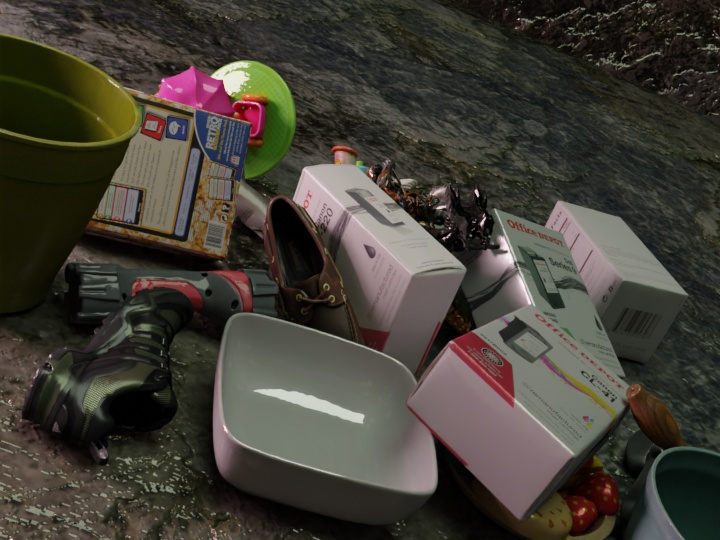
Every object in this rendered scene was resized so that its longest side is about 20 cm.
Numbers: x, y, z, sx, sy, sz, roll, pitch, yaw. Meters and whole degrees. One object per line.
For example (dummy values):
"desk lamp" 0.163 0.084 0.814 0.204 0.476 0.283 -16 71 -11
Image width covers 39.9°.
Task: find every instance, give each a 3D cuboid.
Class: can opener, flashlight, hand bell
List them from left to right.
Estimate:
"flashlight" -0.178 0.030 0.949 0.197 0.069 0.067 1 2 -34
"can opener" 0.302 0.225 1.039 0.065 0.054 0.199 -3 13 26
"hand bell" 0.311 0.184 0.951 0.201 0.103 0.105 49 20 -19

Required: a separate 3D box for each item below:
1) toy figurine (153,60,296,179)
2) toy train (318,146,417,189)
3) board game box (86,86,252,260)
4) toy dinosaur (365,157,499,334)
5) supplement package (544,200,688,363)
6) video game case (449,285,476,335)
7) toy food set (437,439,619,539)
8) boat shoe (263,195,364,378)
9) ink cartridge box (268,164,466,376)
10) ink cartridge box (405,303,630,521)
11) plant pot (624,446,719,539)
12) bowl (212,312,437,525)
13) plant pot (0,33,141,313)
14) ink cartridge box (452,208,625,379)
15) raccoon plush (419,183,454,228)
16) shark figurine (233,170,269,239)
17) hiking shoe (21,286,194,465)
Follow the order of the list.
"toy figurine" -0.202 -0.195 1.205 0.196 0.153 0.184 10 5 19
"toy train" 0.000 -0.118 1.281 0.147 0.057 0.200 0 -6 -11
"board game box" -0.226 -0.106 1.051 0.197 0.154 0.046 14 -6 -23
"toy dinosaur" 0.076 -0.034 1.096 0.202 0.134 0.102 56 27 -11
"supplement package" 0.330 0.013 1.357 0.115 0.119 0.201 11 30 -24
"video game case" 0.162 0.022 1.274 0.198 0.046 0.181 -5 41 -46
"toy food set" 0.164 0.189 0.970 0.197 0.049 0.199 4 33 -36
"boat shoe" -0.052 0.020 0.989 0.069 0.070 0.202 -23 71 -5
"ink cartridge box" 0.000 0.000 1.058 0.084 0.147 0.200 -5 39 -41
"ink cartridge box" 0.154 0.121 0.914 0.147 0.086 0.199 41 27 18
"plant pot" 0.306 0.271 0.847 0.197 0.136 0.201 20 26 -10
"bowl" -0.039 0.136 0.860 0.197 0.075 0.201 17 28 -15
"plant pot" -0.313 -0.076 0.869 0.197 0.195 0.201 19 27 -10
"ink cartridge box" 0.197 0.044 1.125 0.145 0.084 0.203 15 47 -44
"raccoon plush" 0.035 -0.073 1.206 0.133 0.097 0.200 -35 53 -12
"shark figurine" -0.181 -0.106 1.165 0.211 0.090 0.129 14 27 -26
"hiking shoe" -0.189 0.089 0.832 0.100 0.076 0.200 37 37 6
